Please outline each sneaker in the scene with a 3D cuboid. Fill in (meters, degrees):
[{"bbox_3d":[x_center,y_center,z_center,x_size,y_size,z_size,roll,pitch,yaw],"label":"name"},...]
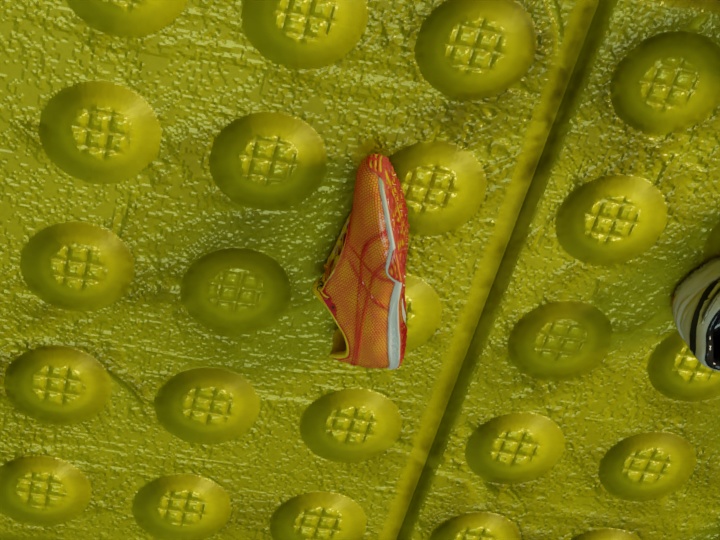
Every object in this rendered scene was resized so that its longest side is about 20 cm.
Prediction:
[{"bbox_3d":[0.000,0.000,1.188,0.076,0.073,0.201,5,126,4],"label":"sneaker"},{"bbox_3d":[0.335,0.003,1.206,0.075,0.088,0.200,28,120,-22],"label":"sneaker"}]
